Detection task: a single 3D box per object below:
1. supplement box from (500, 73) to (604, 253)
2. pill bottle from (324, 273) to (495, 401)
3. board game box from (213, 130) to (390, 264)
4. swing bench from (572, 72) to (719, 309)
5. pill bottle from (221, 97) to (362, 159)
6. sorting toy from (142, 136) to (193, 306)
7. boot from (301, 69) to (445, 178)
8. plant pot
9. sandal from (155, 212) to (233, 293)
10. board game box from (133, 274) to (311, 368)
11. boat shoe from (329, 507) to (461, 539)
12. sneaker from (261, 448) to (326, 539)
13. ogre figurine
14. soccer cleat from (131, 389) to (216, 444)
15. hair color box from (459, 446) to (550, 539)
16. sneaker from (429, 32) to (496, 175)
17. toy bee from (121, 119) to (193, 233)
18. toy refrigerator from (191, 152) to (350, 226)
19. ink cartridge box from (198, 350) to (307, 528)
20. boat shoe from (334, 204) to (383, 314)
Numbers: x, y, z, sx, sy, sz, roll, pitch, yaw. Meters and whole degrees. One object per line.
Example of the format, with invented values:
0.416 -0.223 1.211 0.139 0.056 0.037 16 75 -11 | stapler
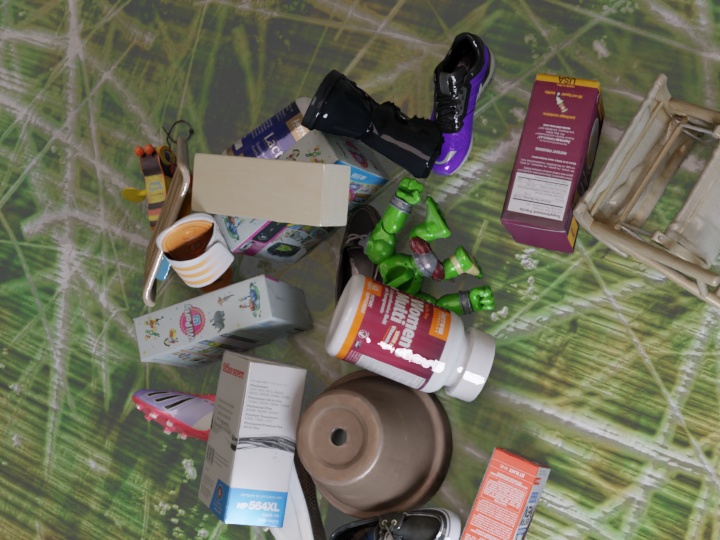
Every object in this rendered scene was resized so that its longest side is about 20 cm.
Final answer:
0.252 -0.137 1.184 0.085 0.110 0.202 12 82 21 | supplement box
0.063 0.089 1.161 0.198 0.110 0.111 22 84 -7 | pill bottle
-0.079 -0.098 1.252 0.200 0.147 0.065 -40 67 20 | board game box
0.399 -0.097 1.116 0.199 0.130 0.200 33 90 28 | swing bench
-0.091 -0.175 1.311 0.199 0.116 0.116 -34 69 7 | pill bottle
-0.262 -0.070 1.265 0.036 0.185 0.202 14 106 -16 | sorting toy
0.024 -0.180 1.158 0.167 0.200 0.077 30 106 3 | boot
0.003 0.217 1.155 0.198 0.175 0.202 -4 76 17 | plant pot
-0.200 -0.007 1.210 0.079 0.207 0.059 -33 65 -5 | sandal
-0.187 0.074 1.261 0.198 0.147 0.065 -20 74 14 | board game box
0.038 0.332 1.129 0.199 0.056 0.069 -29 46 43 | boat shoe
-0.104 0.301 1.226 0.084 0.073 0.202 -17 71 18 | sneaker
0.080 -0.013 1.218 0.119 0.098 0.200 -33 112 14 | ogre figurine
-0.236 0.203 1.309 0.198 0.067 0.077 17 62 24 | soccer cleat
0.163 0.321 1.106 0.063 0.111 0.202 21 86 21 | hair color box
0.124 -0.236 1.258 0.069 0.099 0.202 13 82 23 | sneaker
-0.309 -0.142 1.387 0.130 0.109 0.201 -29 69 13 | toy bee
-0.113 -0.103 1.152 0.198 0.070 0.077 8 97 29 | toy refrigerator
-0.141 0.213 1.183 0.084 0.146 0.202 12 86 -21 | ink cartridge box
0.000 0.000 1.269 0.066 0.057 0.202 -1 77 21 | boat shoe
